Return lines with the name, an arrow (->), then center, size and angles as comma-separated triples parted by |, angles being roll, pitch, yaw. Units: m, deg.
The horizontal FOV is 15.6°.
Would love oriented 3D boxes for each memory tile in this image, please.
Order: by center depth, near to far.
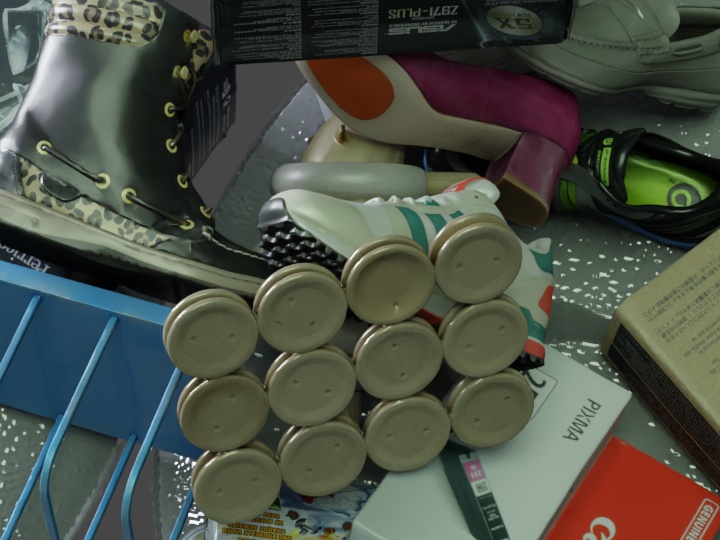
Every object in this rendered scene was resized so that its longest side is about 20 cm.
memory tile -> -0.004, 0.053, 1.414 | 0.199, 0.154, 0.017 | -15, 36, -9

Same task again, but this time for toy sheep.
toy sheep -> 0.000, 0.000, 1.544 | 0.137, 0.138, 0.201 | 1, 85, -3

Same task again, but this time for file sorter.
file sorter -> -0.191, 0.086, 1.466 | 0.199, 0.139, 0.123 | 15, 57, 11

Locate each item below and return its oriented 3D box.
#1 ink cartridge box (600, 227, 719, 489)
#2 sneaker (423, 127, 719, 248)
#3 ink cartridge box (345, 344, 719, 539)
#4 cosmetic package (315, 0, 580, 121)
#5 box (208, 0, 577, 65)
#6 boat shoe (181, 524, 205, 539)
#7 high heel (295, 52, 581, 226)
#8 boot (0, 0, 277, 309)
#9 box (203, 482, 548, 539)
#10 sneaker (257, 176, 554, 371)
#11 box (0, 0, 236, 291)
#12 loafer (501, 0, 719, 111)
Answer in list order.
ink cartridge box -> 0.271, 0.038, 1.570 | 0.200, 0.075, 0.165 | -35, 75, -17
sneaker -> 0.138, -0.065, 1.600 | 0.198, 0.083, 0.071 | 11, 68, 2
ink cartridge box -> 0.108, 0.138, 1.496 | 0.173, 0.044, 0.200 | 29, 45, 11
cosmetic package -> 0.034, -0.213, 1.590 | 0.164, 0.200, 0.166 | -19, 70, -11
box -> 0.012, -0.208, 1.432 | 0.199, 0.086, 0.165 | -5, 69, -3
boat shoe -> -0.064, 0.235, 1.479 | 0.072, 0.062, 0.201 | -11, 69, -8
high heel -> 0.043, -0.113, 1.520 | 0.200, 0.067, 0.096 | 38, 49, -23
boot -> -0.108, -0.064, 1.470 | 0.199, 0.073, 0.151 | 16, 76, -6
box -> 0.010, 0.187, 1.475 | 0.199, 0.040, 0.137 | 10, 47, -11
sneaker -> 0.030, -0.017, 1.459 | 0.199, 0.070, 0.094 | 27, 67, -30
box -> -0.208, -0.087, 1.570 | 0.199, 0.124, 0.197 | 31, 72, 9
loafer -> 0.160, -0.144, 1.589 | 0.199, 0.070, 0.070 | 2, 28, -46
